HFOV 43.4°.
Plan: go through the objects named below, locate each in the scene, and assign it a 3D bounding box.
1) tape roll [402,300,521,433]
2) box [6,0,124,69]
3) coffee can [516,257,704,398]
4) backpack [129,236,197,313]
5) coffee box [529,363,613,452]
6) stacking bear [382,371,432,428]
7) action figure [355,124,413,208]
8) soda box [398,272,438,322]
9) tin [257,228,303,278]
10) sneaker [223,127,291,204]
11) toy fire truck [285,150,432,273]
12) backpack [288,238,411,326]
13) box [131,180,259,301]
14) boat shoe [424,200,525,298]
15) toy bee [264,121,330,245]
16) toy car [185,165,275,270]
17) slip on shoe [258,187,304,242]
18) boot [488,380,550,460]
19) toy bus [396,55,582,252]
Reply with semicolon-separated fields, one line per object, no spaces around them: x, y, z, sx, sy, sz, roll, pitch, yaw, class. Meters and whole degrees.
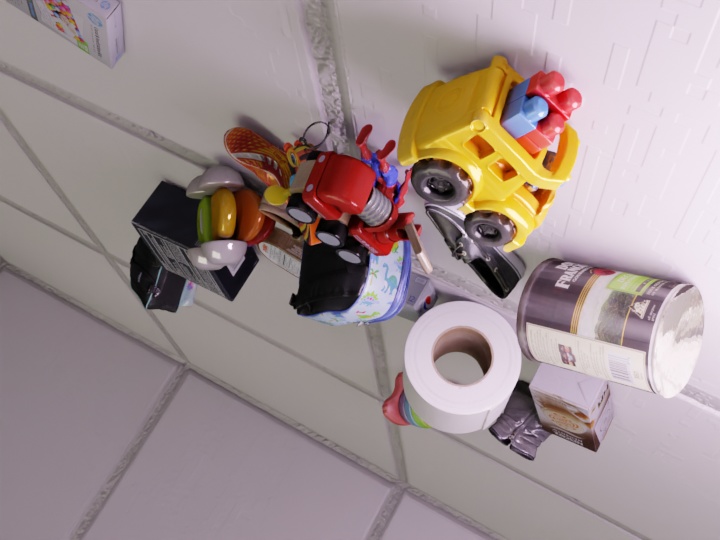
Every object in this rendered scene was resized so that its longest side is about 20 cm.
0.174;0.171;1.584;0.201;0.204;0.139;27;160;13;tape roll
-0.455;-0.408;1.374;0.199;0.041;0.156;32;161;-3;box
0.329;0.072;1.197;0.199;0.147;0.147;13;154;41;coffee can
-0.470;-0.004;2.167;0.152;0.177;0.199;8;-168;-39;backpack
0.379;0.235;1.612;0.114;0.080;0.200;20;158;30;coffee box
0.167;0.307;2.070;0.199;0.122;0.114;-6;137;48;stacking bear
0.038;-0.137;1.279;0.065;0.052;0.200;31;166;17;action figure
0.038;0.028;1.648;0.199;0.064;0.068;19;156;31;soda box
-0.120;-0.019;1.815;0.199;0.042;0.112;31;156;3;tin
-0.133;-0.166;1.463;0.200;0.073;0.077;41;-179;-14;sneaker
0.016;-0.073;1.238;0.199;0.130;0.176;0;150;43;toy fire truck
0.000;0.000;1.480;0.146;0.185;0.199;16;167;-33;backpack
-0.345;-0.062;1.913;0.197;0.124;0.200;23;157;21;box
0.163;-0.034;1.321;0.200;0.057;0.068;39;159;-21;boat shoe
-0.075;-0.147;1.369;0.130;0.201;0.109;4;-151;-33;toy bee
-0.236;-0.094;1.672;0.149;0.177;0.200;-1;174;-27;toy car
-0.097;-0.075;1.605;0.200;0.061;0.076;43;157;-30;slip on shoe
0.359;0.315;1.754;0.199;0.132;0.070;24;159;21;boot
0.171;-0.135;0.995;0.200;0.137;0.191;39;144;-25;toy bus
